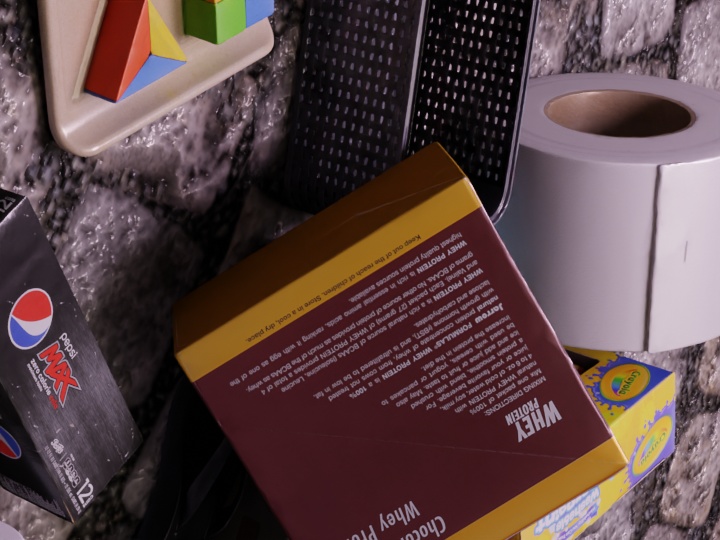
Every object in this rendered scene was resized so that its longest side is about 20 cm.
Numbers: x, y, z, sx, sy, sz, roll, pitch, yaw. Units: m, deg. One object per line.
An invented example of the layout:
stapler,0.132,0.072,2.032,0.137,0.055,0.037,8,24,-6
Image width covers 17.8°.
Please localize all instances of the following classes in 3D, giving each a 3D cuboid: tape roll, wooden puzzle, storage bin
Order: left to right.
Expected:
wooden puzzle,-0.108,-0.185,1.297,0.185,0.046,0.201,-35,131,-41
storage bin,0.035,-0.130,1.482,0.135,0.093,0.202,-11,114,-52
tape roll,0.179,-0.046,1.626,0.202,0.202,0.140,-24,123,-47

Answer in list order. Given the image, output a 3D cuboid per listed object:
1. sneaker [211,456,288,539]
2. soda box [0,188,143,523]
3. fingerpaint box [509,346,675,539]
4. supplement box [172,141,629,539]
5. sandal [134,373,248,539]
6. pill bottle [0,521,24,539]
sneaker,-0.044,0.169,1.532,0.106,0.075,0.201,13,103,-60
soda box,-0.191,0.044,1.267,0.071,0.063,0.201,-50,140,-30
fingerpaint box,0.102,0.120,1.621,0.200,0.166,0.074,-33,130,-42
supplement box,0.020,0.067,1.374,0.196,0.133,0.201,-31,103,2
sandal,-0.097,0.140,1.458,0.076,0.043,0.202,18,90,-56
pill bottle,-0.235,0.238,1.250,0.111,0.111,0.202,-8,111,-53
